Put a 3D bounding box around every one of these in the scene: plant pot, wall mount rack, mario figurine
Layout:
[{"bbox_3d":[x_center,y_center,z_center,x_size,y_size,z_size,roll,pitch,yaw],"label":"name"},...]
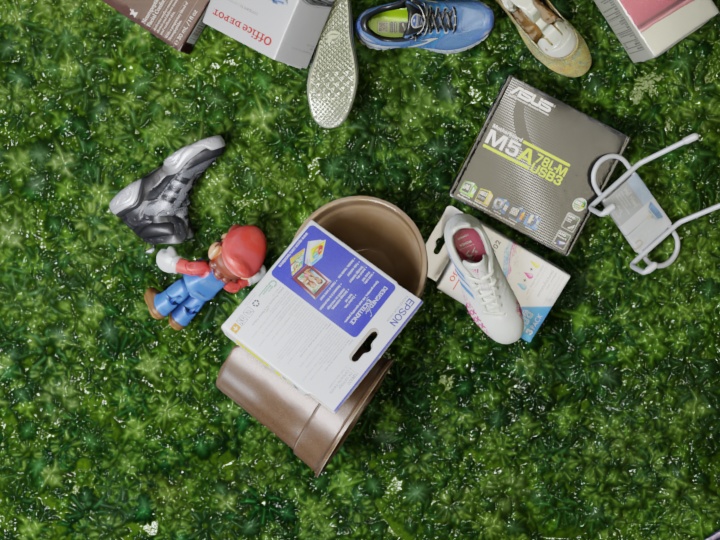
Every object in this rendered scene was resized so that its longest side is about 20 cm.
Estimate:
[{"bbox_3d":[0.000,0.000,1.599,0.200,0.093,0.202,-1,79,7],"label":"plant pot"},{"bbox_3d":[0.425,-0.096,1.571,0.174,0.075,0.200,-41,110,-2],"label":"wall mount rack"},{"bbox_3d":[-0.087,0.159,1.595,0.198,0.200,0.201,32,98,5],"label":"plant pot"},{"bbox_3d":[-0.219,-0.004,1.624,0.200,0.123,0.106,-36,80,19],"label":"mario figurine"}]

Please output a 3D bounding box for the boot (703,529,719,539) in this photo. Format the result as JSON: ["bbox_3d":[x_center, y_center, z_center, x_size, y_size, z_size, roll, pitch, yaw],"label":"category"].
[{"bbox_3d":[0.613,0.400,1.643,0.199,0.073,0.091,-29,101,7],"label":"boot"}]

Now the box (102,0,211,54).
[{"bbox_3d":[-0.308,-0.406,1.585,0.200,0.075,0.100,33,98,0],"label":"box"}]

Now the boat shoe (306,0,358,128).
[{"bbox_3d":[-0.038,-0.304,1.588,0.074,0.062,0.201,0,93,4],"label":"boat shoe"}]

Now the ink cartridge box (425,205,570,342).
[{"bbox_3d":[0.187,0.003,1.615,0.199,0.068,0.115,30,98,-1],"label":"ink cartridge box"}]

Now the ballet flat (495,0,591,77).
[{"bbox_3d":[0.252,-0.351,1.567,0.071,0.071,0.200,-41,94,7],"label":"ballet flat"}]

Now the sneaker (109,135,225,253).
[{"bbox_3d":[-0.260,-0.107,1.622,0.200,0.075,0.114,-32,95,12],"label":"sneaker"}]

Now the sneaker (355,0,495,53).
[{"bbox_3d":[0.091,-0.344,1.564,0.199,0.089,0.079,-5,98,3],"label":"sneaker"}]

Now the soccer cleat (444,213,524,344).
[{"bbox_3d":[0.168,0.017,1.540,0.070,0.086,0.201,-25,96,6],"label":"soccer cleat"}]

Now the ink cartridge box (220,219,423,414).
[{"bbox_3d":[-0.051,0.064,1.513,0.200,0.047,0.198,37,76,12],"label":"ink cartridge box"}]

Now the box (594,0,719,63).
[{"bbox_3d":[0.379,-0.399,1.523,0.109,0.128,0.200,-34,95,6],"label":"box"}]

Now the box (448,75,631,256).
[{"bbox_3d":[0.256,-0.151,1.603,0.199,0.048,0.194,28,99,-2],"label":"box"}]

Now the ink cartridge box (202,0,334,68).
[{"bbox_3d":[-0.110,-0.402,1.535,0.146,0.086,0.201,31,104,26],"label":"ink cartridge box"}]
